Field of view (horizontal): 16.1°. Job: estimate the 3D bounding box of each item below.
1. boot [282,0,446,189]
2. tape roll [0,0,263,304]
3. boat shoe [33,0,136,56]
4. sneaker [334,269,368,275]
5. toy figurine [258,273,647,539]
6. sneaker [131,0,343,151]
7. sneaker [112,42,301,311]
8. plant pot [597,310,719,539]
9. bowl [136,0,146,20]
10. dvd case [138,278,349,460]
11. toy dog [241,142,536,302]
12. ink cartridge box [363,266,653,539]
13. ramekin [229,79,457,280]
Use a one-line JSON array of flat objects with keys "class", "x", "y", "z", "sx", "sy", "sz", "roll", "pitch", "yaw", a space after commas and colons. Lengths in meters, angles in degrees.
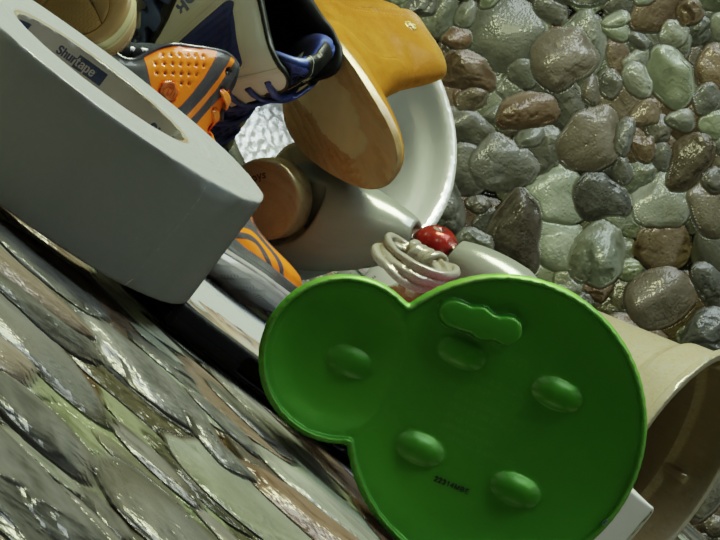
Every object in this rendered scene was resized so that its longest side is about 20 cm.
[{"class": "boot", "x": 0.007, "y": -0.122, "z": 1.571, "sx": 0.144, "sy": 0.071, "sz": 0.201, "roll": -1, "pitch": 39, "yaw": -45}, {"class": "tape roll", "x": -0.145, "y": -0.070, "z": 1.242, "sx": 0.200, "sy": 0.066, "sz": 0.200, "roll": 37, "pitch": 6, "yaw": -5}, {"class": "boat shoe", "x": -0.193, "y": -0.146, "z": 1.411, "sx": 0.200, "sy": 0.071, "sz": 0.065, "roll": 18, "pitch": -24, "yaw": 37}, {"class": "sneaker", "x": 0.032, "y": 0.043, "z": 1.825, "sx": 0.081, "sy": 0.088, "sz": 0.200, "roll": 44, "pitch": 3, "yaw": 27}, {"class": "toy figurine", "x": 0.032, "y": 0.061, "z": 1.332, "sx": 0.200, "sy": 0.150, "sz": 0.184, "roll": 22, "pitch": 1, "yaw": -9}, {"class": "sneaker", "x": -0.078, "y": -0.111, "z": 1.487, "sx": 0.115, "sy": 0.200, "sz": 0.081, "roll": 26, "pitch": 26, "yaw": 26}, {"class": "sneaker", "x": -0.086, "y": -0.061, "z": 1.434, "sx": 0.078, "sy": 0.112, "sz": 0.200, "roll": 7, "pitch": -24, "yaw": 43}, {"class": "plant pot", "x": 0.172, "y": 0.107, "z": 1.983, "sx": 0.183, "sy": 0.201, "sz": 0.200, "roll": 32, "pitch": -2, "yaw": 28}, {"class": "bowl", "x": -0.184, "y": -0.160, "z": 1.562, "sx": 0.201, "sy": 0.090, "sz": 0.201, "roll": -1, "pitch": 8, "yaw": 0}, {"class": "dvd case", "x": -0.064, "y": 0.037, "z": 1.372, "sx": 0.200, "sy": 0.018, "sz": 0.143, "roll": 40, "pitch": 3, "yaw": -40}, {"class": "toy dog", "x": 0.000, "y": 0.000, "z": 1.525, "sx": 0.132, "sy": 0.096, "sz": 0.200, "roll": 1, "pitch": 28, "yaw": -48}, {"class": "ink cartridge box", "x": 0.073, "y": 0.100, "z": 1.598, "sx": 0.146, "sy": 0.084, "sz": 0.200, "roll": 39, "pitch": 3, "yaw": -39}, {"class": "ramekin", "x": -0.042, "y": -0.089, "z": 1.680, "sx": 0.200, "sy": 0.201, "sz": 0.098, "roll": 41, "pitch": -39, "yaw": -20}]
